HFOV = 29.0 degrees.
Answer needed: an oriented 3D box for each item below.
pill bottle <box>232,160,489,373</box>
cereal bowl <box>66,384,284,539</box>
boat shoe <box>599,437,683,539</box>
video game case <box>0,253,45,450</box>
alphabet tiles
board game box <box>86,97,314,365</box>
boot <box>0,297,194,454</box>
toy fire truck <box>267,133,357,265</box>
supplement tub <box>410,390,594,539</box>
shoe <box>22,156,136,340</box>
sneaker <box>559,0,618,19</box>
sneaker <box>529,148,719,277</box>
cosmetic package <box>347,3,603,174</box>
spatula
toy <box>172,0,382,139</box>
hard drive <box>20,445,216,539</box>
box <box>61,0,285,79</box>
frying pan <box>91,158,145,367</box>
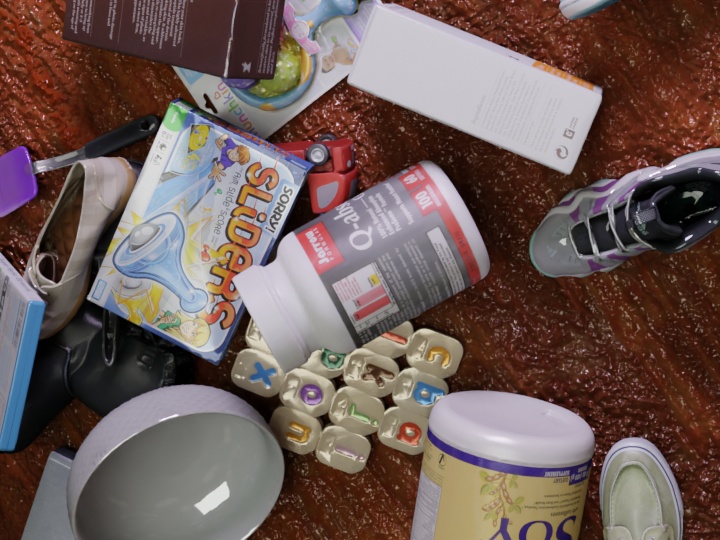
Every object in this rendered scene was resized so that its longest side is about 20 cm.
[{"bbox_3d":[0.000,0.000,1.191,0.200,0.116,0.116,-29,90,-4],"label":"pill bottle"},{"bbox_3d":[-0.176,0.181,1.274,0.200,0.200,0.083,-55,40,17],"label":"cereal bowl"},{"bbox_3d":[0.249,0.249,1.218,0.072,0.062,0.201,-6,96,17],"label":"boat shoe"},{"bbox_3d":[-0.347,0.064,1.314,0.200,0.018,0.144,33,112,55],"label":"video game case"},{"bbox_3d":[-0.013,0.084,1.281,0.195,0.015,0.201,20,104,2],"label":"alphabet tiles"},{"bbox_3d":[-0.143,-0.033,1.236,0.135,0.034,0.201,26,107,2],"label":"board game box"},{"bbox_3d":[-0.259,0.121,1.340,0.162,0.073,0.199,28,100,13],"label":"boot"},{"bbox_3d":[-0.097,-0.046,1.273,0.199,0.049,0.142,-3,106,11],"label":"toy fire truck"},{"bbox_3d":[0.118,0.219,1.209,0.145,0.145,0.201,11,102,14],"label":"supplement tub"},{"bbox_3d":[-0.275,-0.021,1.274,0.070,0.053,0.200,40,111,24],"label":"shoe"},{"bbox_3d":[0.223,-0.303,1.128,0.200,0.080,0.131,-34,91,9],"label":"sneaker"},{"bbox_3d":[0.222,-0.043,1.136,0.199,0.140,0.078,-26,92,18],"label":"sneaker"},{"bbox_3d":[0.098,-0.155,1.165,0.199,0.101,0.071,22,104,4],"label":"cosmetic package"},{"bbox_3d":[-0.277,-0.109,1.333,0.199,0.021,0.057,-20,80,16],"label":"spatula"},{"bbox_3d":[-0.076,-0.201,1.246,0.200,0.047,0.115,-35,88,18],"label":"toy"},{"bbox_3d":[-0.237,0.279,1.381,0.199,0.033,0.140,24,105,11],"label":"hard drive"},{"bbox_3d":[-0.165,-0.234,1.225,0.199,0.075,0.101,18,105,33],"label":"box"},{"bbox_3d":[-0.246,-0.017,1.307,0.115,0.031,0.191,20,83,23],"label":"frying pan"}]
